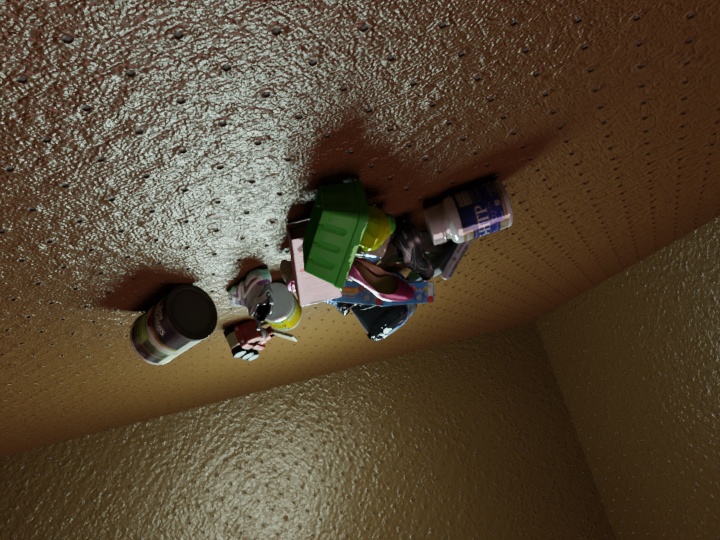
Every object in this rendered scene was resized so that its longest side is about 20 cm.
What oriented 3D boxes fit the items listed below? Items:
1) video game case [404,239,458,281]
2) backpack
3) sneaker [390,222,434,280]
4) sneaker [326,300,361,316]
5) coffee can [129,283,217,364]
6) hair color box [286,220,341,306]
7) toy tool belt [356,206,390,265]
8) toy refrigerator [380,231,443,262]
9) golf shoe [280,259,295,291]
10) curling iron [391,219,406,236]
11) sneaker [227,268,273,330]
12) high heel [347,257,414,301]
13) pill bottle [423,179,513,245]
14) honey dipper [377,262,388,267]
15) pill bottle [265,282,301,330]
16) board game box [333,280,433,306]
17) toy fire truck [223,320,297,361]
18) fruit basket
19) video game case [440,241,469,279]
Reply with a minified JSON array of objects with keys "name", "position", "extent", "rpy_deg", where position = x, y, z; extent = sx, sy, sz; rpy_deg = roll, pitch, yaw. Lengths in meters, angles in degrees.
[{"name":"video game case","position":[0.210,-0.020,1.689],"extent":[0.181,0.022,0.200],"rpy_deg":[-32,-168,44]},{"name":"backpack","position":[0.086,0.102,1.879],"extent":[0.199,0.185,0.146],"rpy_deg":[-36,178,38]},{"name":"sneaker","position":[0.135,-0.039,1.504],"extent":[0.078,0.076,0.201],"rpy_deg":[-30,134,-2]},{"name":"sneaker","position":[-0.083,0.089,1.776],"extent":[0.196,0.113,0.077],"rpy_deg":[-15,163,-5]},{"name":"coffee can","position":[-0.484,0.143,1.491],"extent":[0.198,0.149,0.145],"rpy_deg":[-30,158,37]},{"name":"hair color box","position":[-0.106,-0.020,1.353],"extent":[0.109,0.064,0.203],"rpy_deg":[-13,132,-13]},{"name":"toy tool belt","position":[0.000,-0.075,1.395],"extent":[0.121,0.127,0.201],"rpy_deg":[17,154,-4]},{"name":"toy refrigerator","position":[0.138,-0.062,1.602],"extent":[0.198,0.071,0.075],"rpy_deg":[1,155,-47]},{"name":"golf shoe","position":[-0.116,-0.022,1.480],"extent":[0.197,0.092,0.076],"rpy_deg":[-23,148,-29]},{"name":"curling iron","position":[0.028,-0.087,1.500],"extent":[0.197,0.026,0.050],"rpy_deg":[-19,144,20]},{"name":"sneaker","position":[-0.291,0.096,1.544],"extent":[0.077,0.142,0.200],"rpy_deg":[-4,158,-35]},{"name":"high heel","position":[0.047,0.023,1.361],"extent":[0.196,0.069,0.096],"rpy_deg":[16,164,-12]},{"name":"pill bottle","position":[0.261,-0.135,1.411],"extent":[0.196,0.122,0.120],"rpy_deg":[-18,163,3]},{"name":"honey dipper","position":[0.065,-0.021,1.615],"extent":[0.198,0.038,0.038],"rpy_deg":[-26,172,-40]},{"name":"pill bottle","position":[-0.234,0.115,1.706],"extent":[0.111,0.115,0.200],"rpy_deg":[-16,163,-1]},{"name":"board game box","position":[0.062,0.057,1.550],"extent":[0.193,0.057,0.198],"rpy_deg":[0,-179,-42]},{"name":"toy fire truck","position":[-0.335,0.226,1.964],"extent":[0.198,0.130,0.176],"rpy_deg":[-31,161,5]},{"name":"fruit basket","position":[-0.011,-0.078,1.217],"extent":[0.211,0.157,0.219],"rpy_deg":[-5,131,-5]},{"name":"video game case","position":[0.278,-0.060,1.576],"extent":[0.184,0.023,0.200],"rpy_deg":[-60,170,6]}]
